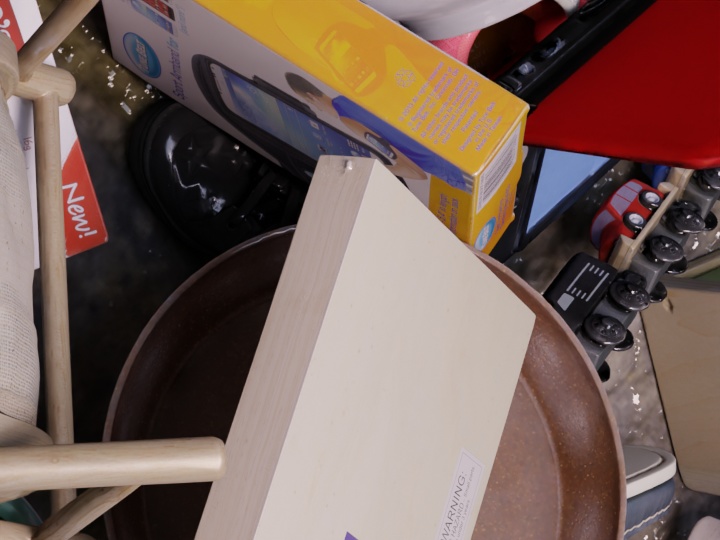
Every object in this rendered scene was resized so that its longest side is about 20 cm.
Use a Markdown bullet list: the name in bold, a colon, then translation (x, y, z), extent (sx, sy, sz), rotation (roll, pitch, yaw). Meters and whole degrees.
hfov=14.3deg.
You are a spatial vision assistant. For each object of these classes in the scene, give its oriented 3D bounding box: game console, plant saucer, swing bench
- **game console**: translation (0.143, -0.069, 1.187), extent (0.200, 0.119, 0.172), rotation (-41, 156, -33)
- **plant saucer**: translation (0.000, 0.080, 1.069), extent (0.200, 0.034, 0.200), rotation (4, 75, -14)
- **swing bench**: translation (-0.166, -0.011, 0.966), extent (0.200, 0.130, 0.199), rotation (6, 67, -26)

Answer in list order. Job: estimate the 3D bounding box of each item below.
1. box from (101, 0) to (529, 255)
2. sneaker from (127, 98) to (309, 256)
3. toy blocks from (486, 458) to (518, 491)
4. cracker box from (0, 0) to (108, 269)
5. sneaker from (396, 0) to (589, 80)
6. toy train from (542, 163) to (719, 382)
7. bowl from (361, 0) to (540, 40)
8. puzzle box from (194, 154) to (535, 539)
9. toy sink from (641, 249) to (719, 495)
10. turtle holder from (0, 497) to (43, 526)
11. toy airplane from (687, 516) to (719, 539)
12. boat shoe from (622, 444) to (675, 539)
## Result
- **box**: translation (-0.030, -0.079, 1.106), extent (0.200, 0.119, 0.041), rotation (31, 73, 11)
- **sneaker**: translation (-0.002, 0.002, 1.175), extent (0.200, 0.104, 0.060), rotation (46, 72, -25)
- **toy blocks**: translation (-0.012, 0.121, 1.114), extent (0.137, 0.100, 0.200), rotation (41, 79, -14)
- **cracker box**: translation (-0.208, -0.042, 1.078), extent (0.200, 0.058, 0.134), rotation (-23, 103, -27)
- **sneaker**: translation (0.079, -0.125, 1.223), extent (0.074, 0.087, 0.200), rotation (44, 72, -26)
- **toy train**: translation (0.122, -0.015, 1.244), extent (0.200, 0.046, 0.034), rotation (-48, 162, -49)
- **bowl**: translation (0.040, -0.154, 1.133), extent (0.201, 0.201, 0.090), rotation (-38, 112, -23)
- **puzzle box**: translation (-0.003, 0.077, 0.993), extent (0.133, 0.025, 0.200), rotation (44, 59, -51)
- **toy sink**: translation (0.250, 0.023, 1.310), extent (0.200, 0.130, 0.112), rotation (-20, 103, -27)
- **turtle holder**: translation (-0.167, 0.146, 1.074), extent (0.141, 0.132, 0.186), rotation (-32, 108, -25)
- **toy airplane**: translation (0.226, 0.170, 1.271), extent (0.141, 0.200, 0.199), rotation (-44, 109, -14)
- **boat shoe**: translation (0.054, 0.134, 1.235), extent (0.200, 0.075, 0.062), rotation (-24, 104, -25)
